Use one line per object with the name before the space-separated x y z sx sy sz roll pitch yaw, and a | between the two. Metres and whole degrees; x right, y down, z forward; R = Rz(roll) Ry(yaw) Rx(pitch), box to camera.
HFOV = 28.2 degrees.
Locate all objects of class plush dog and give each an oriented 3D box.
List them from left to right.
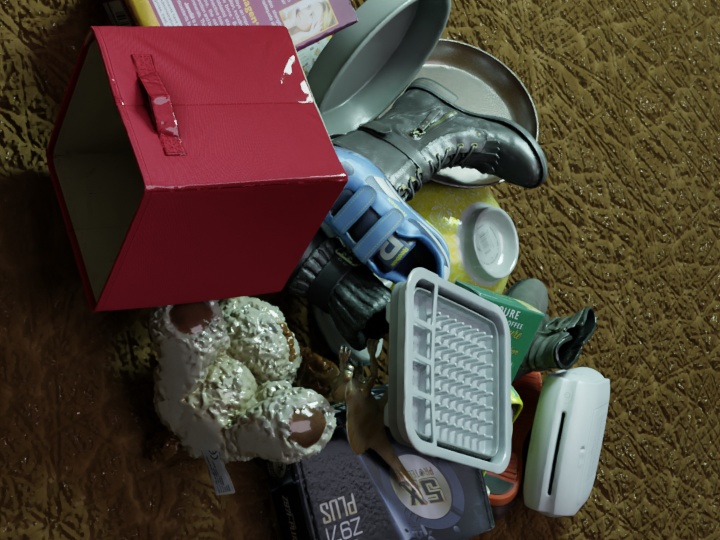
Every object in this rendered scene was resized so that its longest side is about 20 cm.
plush dog | -0.116 0.093 1.332 0.200 0.160 0.172 43 37 -5

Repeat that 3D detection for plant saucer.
plant saucer | 0.099 -0.170 1.595 0.200 0.032 0.200 8 59 -13

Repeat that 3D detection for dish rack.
dish rack | 0.080 0.100 1.363 0.200 0.043 0.172 24 62 -52

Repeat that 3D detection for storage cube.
storage cube | -0.143 -0.087 1.207 0.180 0.200 0.171 -6 59 -29

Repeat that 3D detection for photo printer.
photo printer | 0.237 0.196 1.651 0.200 0.069 0.167 6 95 -75

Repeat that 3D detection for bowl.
bowl | 0.110 -0.026 1.595 0.200 0.108 0.201 9 78 -45

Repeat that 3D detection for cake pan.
cake pan | 0.012 -0.216 1.461 0.037 0.200 0.200 43 45 13

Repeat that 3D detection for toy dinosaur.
toy dinosaur | 0.007 0.132 1.346 0.200 0.058 0.101 59 34 -45

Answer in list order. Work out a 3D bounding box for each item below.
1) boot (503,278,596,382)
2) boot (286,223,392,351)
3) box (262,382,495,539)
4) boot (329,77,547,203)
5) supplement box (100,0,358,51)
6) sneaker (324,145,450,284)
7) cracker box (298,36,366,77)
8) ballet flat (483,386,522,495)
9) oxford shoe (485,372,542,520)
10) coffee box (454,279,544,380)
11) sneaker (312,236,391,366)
boot | 0.220 0.067 1.666 0.068 0.130 0.200 60 36 -19
boot | -0.053 0.005 1.376 0.211 0.079 0.158 -9 59 -55
box | 0.015 0.207 1.434 0.200 0.086 0.164 -15 96 -25
boot | 0.076 -0.110 1.482 0.174 0.200 0.069 -45 159 -43
supplement box | -0.124 -0.248 1.333 0.200 0.103 0.131 -28 106 -18
sneaker | 0.014 -0.046 1.381 0.200 0.074 0.082 36 18 -19
cracker box | -0.084 -0.282 1.462 0.134 0.058 0.200 -33 109 -44
ballet flat | 0.117 0.208 1.538 0.067 0.067 0.200 13 105 -45
oxford shoe | 0.168 0.195 1.671 0.073 0.071 0.200 84 22 -51
coffee box | 0.111 0.116 1.560 0.123 0.044 0.200 15 103 -44
sneaker | 0.000 0.000 1.495 0.076 0.081 0.200 -3 88 -48
